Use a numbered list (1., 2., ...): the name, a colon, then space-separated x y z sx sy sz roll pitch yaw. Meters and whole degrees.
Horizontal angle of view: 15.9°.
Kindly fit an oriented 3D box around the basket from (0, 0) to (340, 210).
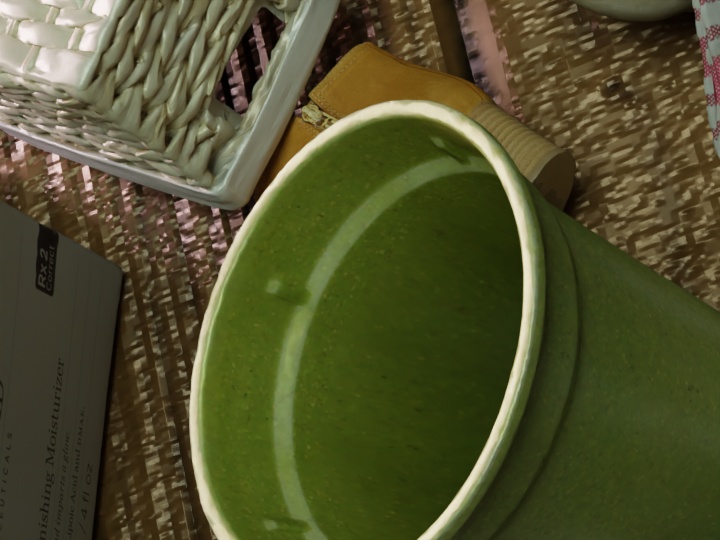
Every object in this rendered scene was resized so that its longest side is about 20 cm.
1. basket: -0.129 -0.129 1.243 0.200 0.123 0.136 18 82 44

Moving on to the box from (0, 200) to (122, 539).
1. box: -0.237 0.079 1.248 0.199 0.131 0.200 -3 73 25

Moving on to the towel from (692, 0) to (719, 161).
1. towel: 0.211 -0.125 1.075 0.146 0.030 0.201 -9 107 6

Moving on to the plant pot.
1. plant pot: 0.062 0.052 1.063 0.200 0.184 0.201 -21 60 43

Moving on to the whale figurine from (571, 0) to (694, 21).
1. whale figurine: 0.165 -0.187 1.155 0.199 0.104 0.160 -11 105 14

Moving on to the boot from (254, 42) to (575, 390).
1. boot: 0.000 -0.001 1.201 0.144 0.071 0.202 27 83 36
